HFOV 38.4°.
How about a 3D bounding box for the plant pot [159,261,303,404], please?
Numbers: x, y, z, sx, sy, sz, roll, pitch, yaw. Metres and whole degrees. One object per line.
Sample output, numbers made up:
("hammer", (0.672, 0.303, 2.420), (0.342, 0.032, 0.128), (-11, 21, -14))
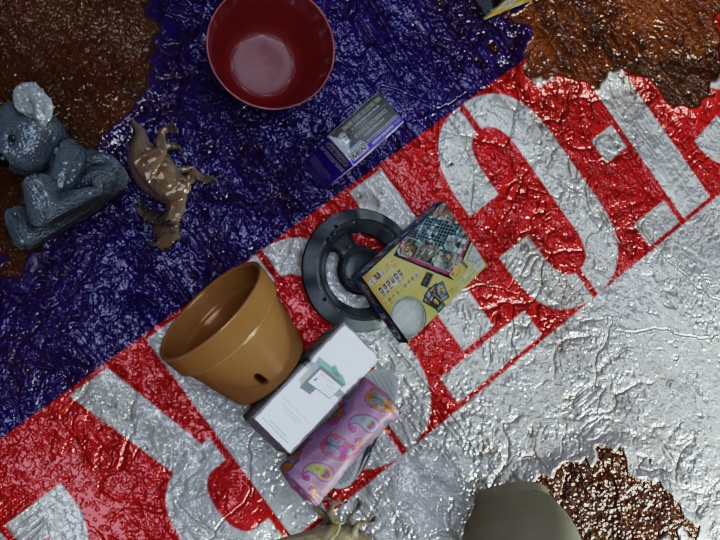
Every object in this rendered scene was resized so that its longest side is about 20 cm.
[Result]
("plant pot", (-0.181, 0.105, 1.549), (0.200, 0.200, 0.140), (-47, 113, -14))

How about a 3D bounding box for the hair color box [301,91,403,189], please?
("hair color box", (-0.016, -0.197, 1.605), (0.109, 0.200, 0.065), (-43, 94, -14))

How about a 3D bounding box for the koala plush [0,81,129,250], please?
("koala plush", (-0.463, -0.167, 1.517), (0.184, 0.177, 0.200), (-35, 92, -33))

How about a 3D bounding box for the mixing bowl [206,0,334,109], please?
("mixing bowl", (-0.148, -0.338, 1.636), (0.199, 0.108, 0.201), (2, 83, -13))

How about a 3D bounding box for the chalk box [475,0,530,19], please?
("chalk box", (0.240, -0.552, 1.746), (0.124, 0.125, 0.200), (-23, 91, -15))

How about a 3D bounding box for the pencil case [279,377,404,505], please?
("pencil case", (-0.028, 0.254, 1.538), (0.087, 0.087, 0.200), (47, 74, -5))

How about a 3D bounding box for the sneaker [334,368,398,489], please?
("sneaker", (-0.006, 0.248, 1.623), (0.078, 0.079, 0.200), (28, 75, 5))

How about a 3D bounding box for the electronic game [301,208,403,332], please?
("electronic game", (0.000, 0.000, 1.669), (0.199, 0.042, 0.201), (1, 86, -21))

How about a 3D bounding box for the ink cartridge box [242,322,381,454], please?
("ink cartridge box", (-0.076, 0.179, 1.578), (0.084, 0.146, 0.200), (45, 75, -3))

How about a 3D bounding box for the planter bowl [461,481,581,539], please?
("planter bowl", (0.247, 0.414, 1.623), (0.200, 0.200, 0.135), (3, 56, -13))

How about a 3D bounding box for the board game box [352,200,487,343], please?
("board game box", (0.098, 0.001, 1.669), (0.200, 0.035, 0.136), (-42, 106, -23))

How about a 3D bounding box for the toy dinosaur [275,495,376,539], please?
("toy dinosaur", (-0.047, 0.405, 1.606), (0.199, 0.058, 0.101), (7, 84, -13))

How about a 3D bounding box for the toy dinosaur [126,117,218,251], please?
("toy dinosaur", (-0.313, -0.140, 1.582), (0.135, 0.086, 0.200), (-37, 97, -18))
